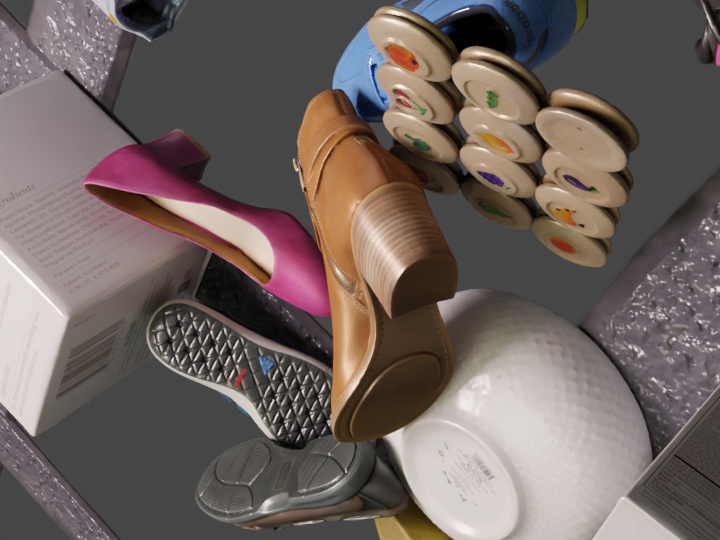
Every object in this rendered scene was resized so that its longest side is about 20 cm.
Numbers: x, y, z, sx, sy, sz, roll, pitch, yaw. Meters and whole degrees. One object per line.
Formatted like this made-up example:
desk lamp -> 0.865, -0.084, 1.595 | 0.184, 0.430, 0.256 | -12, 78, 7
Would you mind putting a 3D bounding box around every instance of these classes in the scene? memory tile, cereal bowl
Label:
memory tile -> 0.076, -0.065, 0.703 | 0.153, 0.017, 0.200 | 28, 165, 14
cereal bowl -> 0.087, 0.118, 0.854 | 0.200, 0.083, 0.200 | 25, 131, 32

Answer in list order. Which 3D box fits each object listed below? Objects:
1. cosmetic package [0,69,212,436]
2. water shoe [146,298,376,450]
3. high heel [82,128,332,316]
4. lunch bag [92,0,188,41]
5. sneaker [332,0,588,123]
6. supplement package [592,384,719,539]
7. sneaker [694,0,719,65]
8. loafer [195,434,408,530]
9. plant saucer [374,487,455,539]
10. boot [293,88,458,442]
cosmetic package -> -0.251, -0.017, 1.026 | 0.200, 0.166, 0.167 | 43, 138, 13
water shoe -> -0.071, 0.081, 1.005 | 0.200, 0.079, 0.072 | 35, 94, -2
high heel -> -0.107, -0.023, 0.936 | 0.200, 0.096, 0.067 | 46, 139, 11
lunch bag -> -0.171, -0.263, 0.812 | 0.170, 0.127, 0.200 | 41, 147, 14
sneaker -> 0.036, -0.125, 0.745 | 0.200, 0.078, 0.066 | -15, 107, 49
supplement package -> 0.207, 0.160, 0.676 | 0.147, 0.200, 0.191 | 39, 138, 18
sneaker -> 0.198, -0.113, 0.581 | 0.084, 0.077, 0.200 | -48, 67, 13
loafer -> -0.047, 0.164, 0.939 | 0.063, 0.072, 0.200 | 42, 147, -25
plant saucer -> 0.076, 0.265, 0.940 | 0.200, 0.048, 0.200 | -136, 28, -65
boot -> 0.000, 0.000, 0.804 | 0.200, 0.074, 0.155 | 106, 146, -43
